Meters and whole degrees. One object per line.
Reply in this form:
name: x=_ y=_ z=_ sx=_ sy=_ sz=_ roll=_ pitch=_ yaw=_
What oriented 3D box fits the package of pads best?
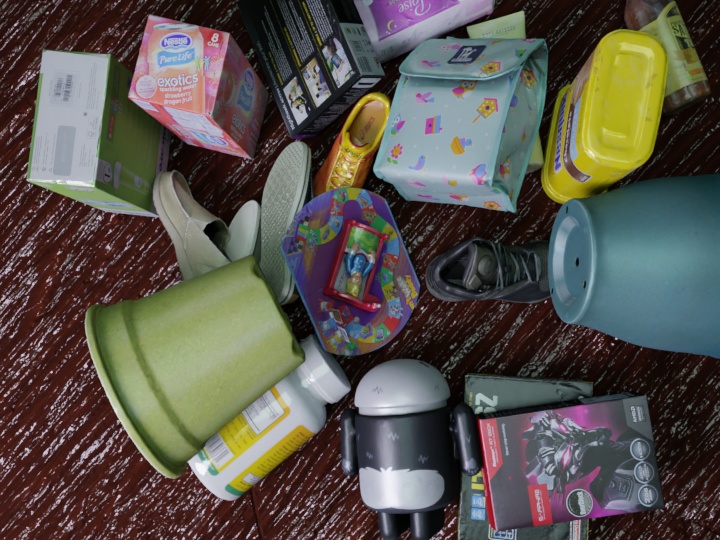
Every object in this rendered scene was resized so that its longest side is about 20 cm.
package of pads: x=0.065 y=-0.354 z=0.881 sx=0.195 sy=0.076 sz=0.123 roll=-24 pitch=83 yaw=3

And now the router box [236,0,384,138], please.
router box: x=-0.067 y=-0.293 z=0.861 sx=0.148 sy=0.050 sz=0.205 roll=-28 pitch=81 yaw=43

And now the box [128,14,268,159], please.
box: x=-0.185 y=-0.212 z=0.830 sx=0.100 sy=0.200 sz=0.098 roll=14 pitch=87 yaw=6

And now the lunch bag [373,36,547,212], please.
lunch bag: x=0.124 y=-0.188 z=0.821 sx=0.167 sy=0.121 sz=0.206 roll=11 pitch=81 yaw=35

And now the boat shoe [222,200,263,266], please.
boat shoe: x=-0.148 y=0.016 z=0.880 sx=0.059 sy=0.071 sz=0.208 roll=19 pitch=78 yaw=-38

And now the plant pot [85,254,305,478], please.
plant pot: x=-0.164 y=0.084 z=0.746 sx=0.181 sy=0.201 sz=0.204 roll=-28 pitch=84 yaw=-7

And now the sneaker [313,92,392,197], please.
sneaker: x=-0.020 y=-0.133 z=0.868 sx=0.071 sy=0.077 sz=0.205 roll=24 pitch=98 yaw=6

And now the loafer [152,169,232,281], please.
loafer: x=-0.203 y=-0.050 z=0.866 sx=0.067 sy=0.076 sz=0.203 roll=-29 pitch=65 yaw=3

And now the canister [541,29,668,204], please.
canister: x=0.273 y=-0.166 z=0.785 sx=0.084 sy=0.200 sz=0.153 roll=11 pitch=86 yaw=5

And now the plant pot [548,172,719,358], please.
plant pot: x=0.314 y=-0.009 z=0.757 sx=0.182 sy=0.200 sz=0.207 roll=2 pitch=86 yaw=-3

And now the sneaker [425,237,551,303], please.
sneaker: x=0.177 y=0.001 z=0.826 sx=0.193 sy=0.114 sz=0.079 roll=-2 pitch=87 yaw=3

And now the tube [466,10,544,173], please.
tube: x=0.189 y=-0.226 z=0.875 sx=0.057 sy=0.052 sz=0.207 roll=-4 pitch=80 yaw=-30

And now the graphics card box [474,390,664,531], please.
graphics card box: x=0.236 y=0.217 z=0.788 sx=0.193 sy=0.051 sz=0.130 roll=-8 pitch=85 yaw=3

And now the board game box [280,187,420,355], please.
board game box: x=0.000 y=0.000 z=0.832 sx=0.155 sy=0.039 sz=0.205 roll=-27 pitch=101 yaw=-23

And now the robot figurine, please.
robot figurine: x=0.056 y=0.209 z=0.817 sx=0.145 sy=0.125 sz=0.207 roll=-4 pitch=85 yaw=-13

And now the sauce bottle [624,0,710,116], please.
sauce bottle: x=0.369 y=-0.298 z=0.854 sx=0.064 sy=0.066 sz=0.205 roll=-20 pitch=86 yaw=3

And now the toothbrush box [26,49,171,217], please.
toothbrush box: x=-0.307 y=-0.157 z=0.837 sx=0.083 sy=0.200 sz=0.151 roll=5 pitch=86 yaw=6

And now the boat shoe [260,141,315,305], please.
boat shoe: x=-0.083 y=-0.057 z=0.859 sx=0.073 sy=0.061 sz=0.207 roll=-3 pitch=81 yaw=42

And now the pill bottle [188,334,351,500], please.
pill bottle: x=-0.111 y=0.174 z=0.838 sx=0.199 sy=0.113 sz=0.114 roll=-39 pitch=83 yaw=1

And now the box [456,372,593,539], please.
box: x=0.199 y=0.232 z=0.839 sx=0.154 sy=0.049 sz=0.207 roll=3 pitch=86 yaw=7
